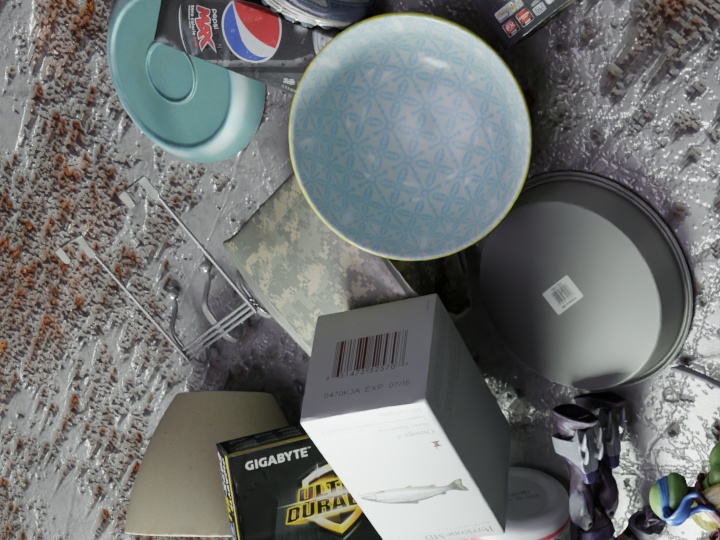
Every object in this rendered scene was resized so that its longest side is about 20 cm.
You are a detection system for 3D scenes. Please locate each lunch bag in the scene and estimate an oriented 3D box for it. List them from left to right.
[{"bbox_3d":[0.000,0.000,1.318,0.200,0.117,0.164,55,132,7],"label":"lunch bag"}]

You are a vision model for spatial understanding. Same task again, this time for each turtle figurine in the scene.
[{"bbox_3d":[0.335,0.156,1.170,0.193,0.200,0.145,2,92,15],"label":"turtle figurine"}]

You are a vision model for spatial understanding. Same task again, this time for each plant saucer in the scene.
[{"bbox_3d":[-0.179,-0.197,1.416,0.199,0.027,0.201,17,121,30],"label":"plant saucer"}]

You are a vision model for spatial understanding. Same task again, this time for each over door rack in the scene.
[{"bbox_3d":[-0.189,-0.003,1.483,0.200,0.067,0.148,41,134,-14],"label":"over door rack"}]

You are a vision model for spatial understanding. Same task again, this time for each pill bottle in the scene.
[{"bbox_3d":[0.143,0.294,1.362,0.108,0.109,0.201,13,119,32],"label":"pill bottle"}]

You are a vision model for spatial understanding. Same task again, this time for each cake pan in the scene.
[{"bbox_3d":[0.184,0.016,1.239,0.199,0.037,0.201,18,122,31],"label":"cake pan"}]

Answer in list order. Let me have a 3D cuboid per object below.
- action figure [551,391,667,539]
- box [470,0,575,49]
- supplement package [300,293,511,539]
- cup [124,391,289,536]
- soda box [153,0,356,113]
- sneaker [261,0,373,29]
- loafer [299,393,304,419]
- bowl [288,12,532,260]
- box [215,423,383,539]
[{"bbox_3d":[0.205,0.212,1.268,0.069,0.130,0.201,8,109,50],"label":"action figure"},{"bbox_3d":[0.143,-0.289,1.107,0.200,0.048,0.159,-33,91,42],"label":"box"},{"bbox_3d":[0.045,0.135,1.257,0.116,0.118,0.200,-12,134,21],"label":"supplement package"},{"bbox_3d":[-0.142,0.199,1.499,0.200,0.200,0.144,-8,79,39],"label":"cup"},{"bbox_3d":[-0.081,-0.206,1.290,0.199,0.071,0.064,23,115,19],"label":"soda box"},{"bbox_3d":[-0.066,-0.284,1.253,0.200,0.078,0.087,38,127,16],"label":"sneaker"},{"bbox_3d":[0.004,0.206,1.454,0.063,0.072,0.201,-20,97,36],"label":"loafer"},{"bbox_3d":[0.047,-0.118,1.213,0.199,0.108,0.201,2,104,9],"label":"bowl"},{"bbox_3d":[-0.028,0.224,1.393,0.049,0.199,0.161,-151,52,-68],"label":"box"}]
